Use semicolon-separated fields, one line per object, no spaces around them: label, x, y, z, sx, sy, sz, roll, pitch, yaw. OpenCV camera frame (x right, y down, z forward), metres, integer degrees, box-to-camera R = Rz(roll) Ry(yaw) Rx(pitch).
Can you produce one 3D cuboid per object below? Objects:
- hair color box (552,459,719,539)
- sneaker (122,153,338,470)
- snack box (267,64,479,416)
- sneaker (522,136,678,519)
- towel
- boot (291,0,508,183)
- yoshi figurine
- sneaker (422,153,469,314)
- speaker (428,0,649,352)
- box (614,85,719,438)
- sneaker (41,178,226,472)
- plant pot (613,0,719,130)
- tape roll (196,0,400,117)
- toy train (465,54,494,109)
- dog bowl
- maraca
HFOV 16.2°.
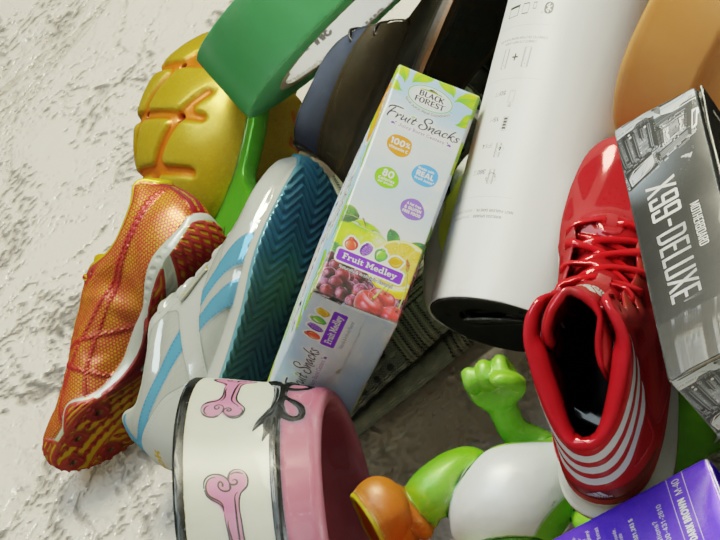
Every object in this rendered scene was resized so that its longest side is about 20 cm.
hair color box;0.111;0.179;1.210;0.199;0.109;0.065;-31;47;16
sneaker;-0.078;0.022;1.487;0.080;0.076;0.201;19;83;39
snack box;0.000;0.000;1.371;0.200;0.053;0.143;116;174;-63
sneaker;0.122;0.007;1.198;0.078;0.116;0.201;-5;62;11
towel;0.020;-0.003;1.520;0.200;0.035;0.193;-42;36;7
boot;0.024;-0.136;1.478;0.097;0.075;0.201;27;104;31
yoshi figurine;0.100;0.097;1.266;0.199;0.113;0.112;-27;21;-10
sneaker;0.117;-0.043;1.393;0.105;0.076;0.201;21;63;27
speaker;0.096;-0.060;1.328;0.081;0.081;0.201;-1;66;41
box;0.196;0.034;1.191;0.050;0.200;0.158;-26;43;20
sneaker;-0.143;0.035;1.557;0.077;0.073;0.201;45;114;39
plant pot;0.244;-0.104;1.284;0.140;0.200;0.200;39;85;23
tape roll;-0.008;-0.174;1.497;0.200;0.048;0.200;-43;-2;-2
toy train;0.110;-0.188;1.558;0.200;0.087;0.114;-52;31;-5
dog bowl;-0.036;0.148;1.314;0.073;0.201;0.201;-10;47;8
maraca;-0.089;-0.067;1.603;0.137;0.106;0.201;126;151;-48
